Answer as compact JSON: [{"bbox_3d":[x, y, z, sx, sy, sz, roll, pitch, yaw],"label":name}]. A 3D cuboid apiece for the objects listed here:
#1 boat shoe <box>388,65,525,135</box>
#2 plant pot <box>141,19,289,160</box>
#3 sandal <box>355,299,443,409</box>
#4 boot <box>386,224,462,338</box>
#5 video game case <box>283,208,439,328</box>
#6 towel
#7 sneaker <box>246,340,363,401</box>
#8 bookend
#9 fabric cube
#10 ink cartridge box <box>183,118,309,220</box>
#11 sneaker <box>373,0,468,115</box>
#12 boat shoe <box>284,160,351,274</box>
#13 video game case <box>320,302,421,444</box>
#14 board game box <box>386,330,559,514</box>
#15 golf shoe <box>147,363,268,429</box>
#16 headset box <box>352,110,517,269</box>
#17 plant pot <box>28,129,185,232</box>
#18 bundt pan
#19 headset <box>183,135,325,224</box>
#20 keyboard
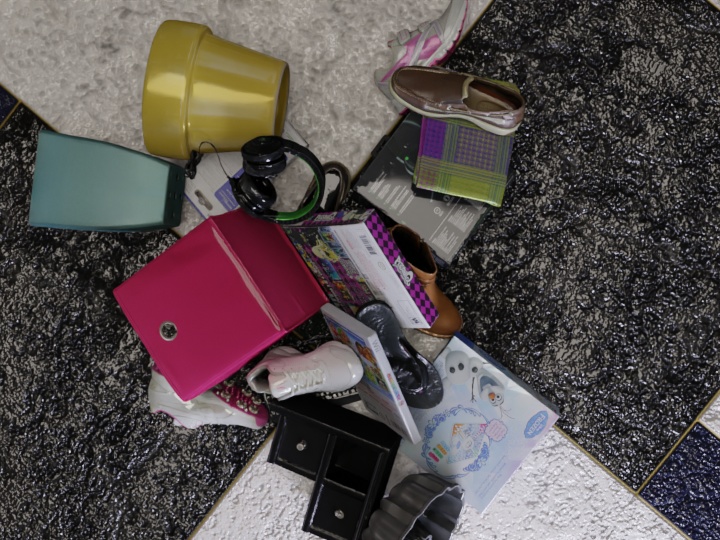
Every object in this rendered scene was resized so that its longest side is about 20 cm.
[{"bbox_3d":[0.142,-0.257,1.541,0.200,0.075,0.076,13,72,-6],"label":"boat shoe"},{"bbox_3d":[-0.206,-0.255,1.594,0.186,0.201,0.204,10,91,2],"label":"plant pot"},{"bbox_3d":[0.055,0.135,1.577,0.075,0.048,0.201,-32,113,9],"label":"sandal"},{"bbox_3d":[0.094,0.014,1.602,0.077,0.155,0.200,-42,90,-21],"label":"boot"},{"bbox_3d":[0.000,0.000,1.577,0.036,0.180,0.201,-50,120,-31],"label":"video game case"},{"bbox_3d":[0.156,-0.200,1.578,0.142,0.023,0.203,11,73,-7],"label":"towel"},{"bbox_3d":[-0.086,0.159,1.594,0.198,0.099,0.079,-10,104,38],"label":"sneaker"},{"bbox_3d":[-0.061,0.310,1.642,0.198,0.092,0.201,20,104,12],"label":"bookend"},{"bbox_3d":[-0.200,0.041,1.587,0.198,0.200,0.197,-34,89,20],"label":"fabric cube"},{"bbox_3d":[-0.183,-0.164,1.687,0.200,0.037,0.095,-42,87,1],"label":"ink cartridge box"},{"bbox_3d":[0.090,-0.341,1.642,0.088,0.081,0.201,36,92,1],"label":"sneaker"},{"bbox_3d":[-0.076,-0.076,1.660,0.074,0.073,0.202,20,92,4],"label":"boat shoe"},{"bbox_3d":[0.015,0.151,1.585,0.018,0.143,0.202,-33,120,-18],"label":"video game case"},{"bbox_3d":[0.166,0.232,1.645,0.198,0.043,0.201,37,104,4],"label":"board game box"},{"bbox_3d":[-0.240,0.211,1.685,0.198,0.075,0.092,23,107,6],"label":"golf shoe"},{"bbox_3d":[0.104,-0.132,1.628,0.199,0.093,0.175,36,85,2],"label":"headset box"},{"bbox_3d":[-0.375,-0.123,1.641,0.197,0.141,0.143,8,91,8],"label":"plant pot"},{"bbox_3d":[0.069,0.387,1.606,0.075,0.201,0.204,30,93,29],"label":"bundt pan"},{"bbox_3d":[-0.148,-0.130,1.531,0.198,0.094,0.125,18,121,-5],"label":"headset"},{"bbox_3d":[-0.063,0.155,1.690,0.198,0.021,0.129,-16,90,3],"label":"keyboard"}]
